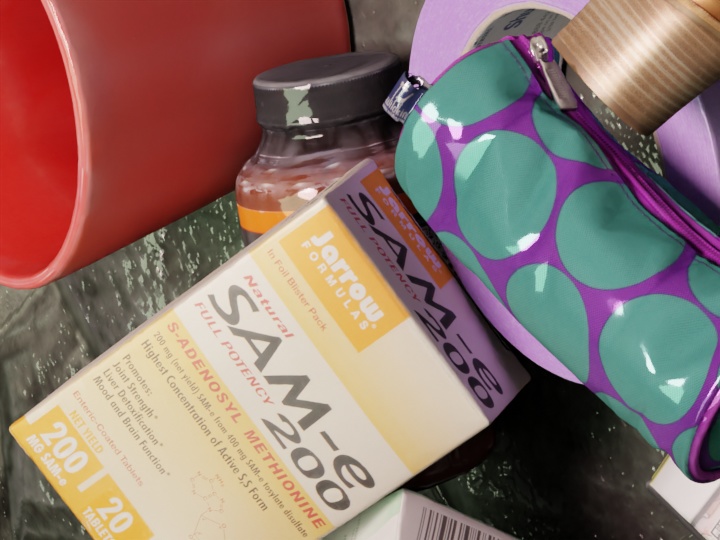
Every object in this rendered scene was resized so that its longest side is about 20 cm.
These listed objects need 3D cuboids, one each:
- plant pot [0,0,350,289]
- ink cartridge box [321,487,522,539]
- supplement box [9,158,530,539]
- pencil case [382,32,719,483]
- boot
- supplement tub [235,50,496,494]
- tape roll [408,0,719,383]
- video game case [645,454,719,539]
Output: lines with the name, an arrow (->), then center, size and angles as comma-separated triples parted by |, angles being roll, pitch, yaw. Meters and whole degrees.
plant pot -> -0.116, -0.107, 1.417 | 0.200, 0.177, 0.201 | 29, 129, 45
ink cartridge box -> 0.036, 0.174, 1.363 | 0.200, 0.161, 0.050 | -31, 39, 57
supplement box -> -0.042, 0.060, 1.302 | 0.200, 0.074, 0.126 | -36, 92, 25
pencil case -> 0.098, -0.010, 1.127 | 0.200, 0.085, 0.092 | 46, 128, 32
boot -> 0.108, -0.168, 1.111 | 0.155, 0.077, 0.200 | -46, 56, 13
supplement tub -> 0.000, 0.000, 1.368 | 0.107, 0.107, 0.200 | 8, 111, 53
tape roll -> 0.106, -0.054, 1.228 | 0.200, 0.066, 0.200 | 28, 127, 46
video game case -> 0.224, 0.074, 1.086 | 0.200, 0.025, 0.181 | 45, 111, 34
